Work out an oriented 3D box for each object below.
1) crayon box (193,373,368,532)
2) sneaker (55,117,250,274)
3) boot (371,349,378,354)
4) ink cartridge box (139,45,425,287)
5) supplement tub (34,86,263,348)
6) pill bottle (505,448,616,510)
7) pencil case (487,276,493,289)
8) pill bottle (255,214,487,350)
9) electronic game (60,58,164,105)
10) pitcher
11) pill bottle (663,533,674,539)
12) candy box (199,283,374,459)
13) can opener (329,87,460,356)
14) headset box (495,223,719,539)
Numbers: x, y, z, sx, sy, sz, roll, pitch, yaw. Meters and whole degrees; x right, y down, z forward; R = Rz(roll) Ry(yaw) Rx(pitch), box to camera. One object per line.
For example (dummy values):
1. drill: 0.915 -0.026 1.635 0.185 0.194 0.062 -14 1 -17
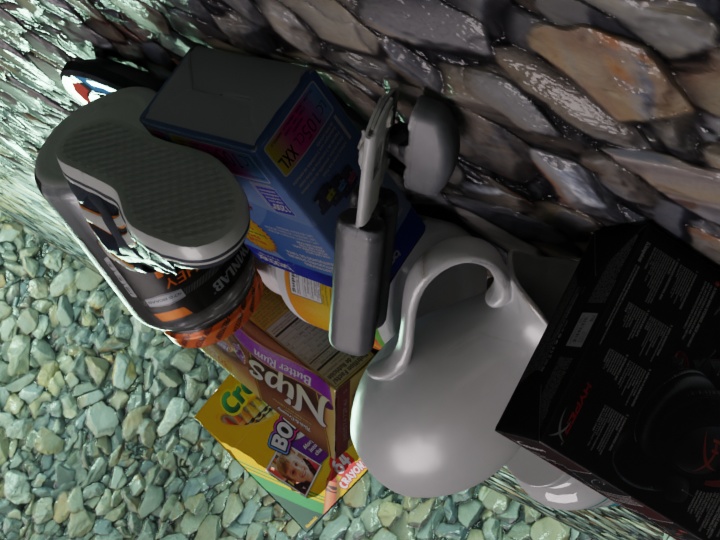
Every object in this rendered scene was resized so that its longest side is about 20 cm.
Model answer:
1. crayon box: -0.051 0.143 1.325 0.172 0.200 0.058 44 -152 4
2. sneaker: -0.130 -0.038 0.858 0.199 0.078 0.080 34 151 46
3. boot: 0.097 0.104 1.235 0.198 0.070 0.174 13 -165 16
4. ink cartridge box: -0.045 -0.058 0.910 0.136 0.077 0.200 19 158 44
5. supplement tub: -0.163 -0.037 1.037 0.122 0.123 0.201 19 150 43
6. pill bottle: 0.198 0.150 1.111 0.110 0.112 0.199 21 -174 35
7. pencil case: 0.170 0.065 1.009 0.199 0.078 0.090 21 147 37
8. pill bottle: 0.000 0.000 1.054 0.111 0.112 0.199 36 168 -38
9. electronic game: -0.174 -0.123 1.124 0.198 0.042 0.200 28 170 5
10. pitcher: 0.064 0.064 0.891 0.170 0.200 0.122 25 -145 -31
11. pill bottle: 0.317 0.237 1.096 0.113 0.115 0.200 27 -154 6
12. candy box: -0.077 0.070 1.175 0.199 0.056 0.117 38 149 24
13. can opener: 0.020 -0.024 0.808 0.066 0.054 0.201 16 134 12
14. headset box: 0.208 0.086 0.800 0.199 0.150 0.075 30 171 -13
